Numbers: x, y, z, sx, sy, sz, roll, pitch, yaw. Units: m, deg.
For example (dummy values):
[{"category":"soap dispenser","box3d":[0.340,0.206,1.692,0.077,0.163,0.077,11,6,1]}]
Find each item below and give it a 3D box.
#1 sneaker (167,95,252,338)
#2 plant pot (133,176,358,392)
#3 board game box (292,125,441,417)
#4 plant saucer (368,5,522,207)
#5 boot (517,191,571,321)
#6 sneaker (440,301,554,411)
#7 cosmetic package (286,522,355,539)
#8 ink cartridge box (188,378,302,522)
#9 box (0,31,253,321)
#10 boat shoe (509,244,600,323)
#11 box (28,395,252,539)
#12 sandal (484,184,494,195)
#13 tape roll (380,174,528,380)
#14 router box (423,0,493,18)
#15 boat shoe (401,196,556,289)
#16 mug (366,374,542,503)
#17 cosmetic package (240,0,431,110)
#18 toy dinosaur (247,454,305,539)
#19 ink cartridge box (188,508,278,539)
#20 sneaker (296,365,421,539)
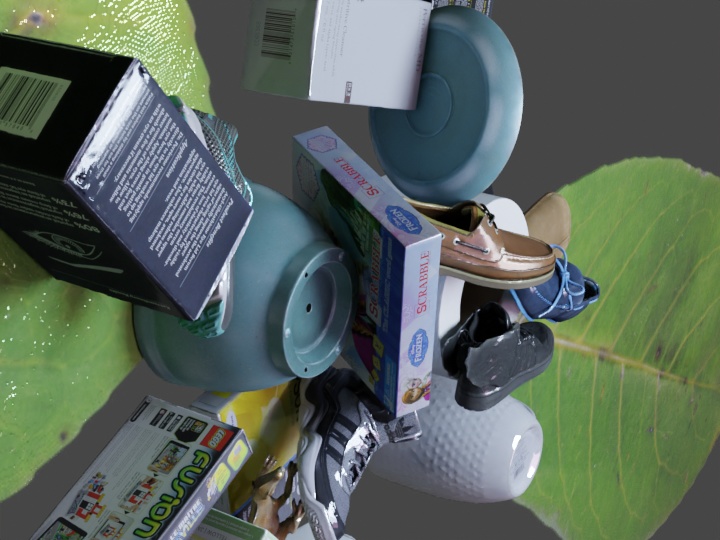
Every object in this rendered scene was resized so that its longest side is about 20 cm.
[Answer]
[{"category":"sneaker","box3d":[-0.121,-0.044,1.156,0.091,0.078,0.200,3,77,-51]},{"category":"plant pot","box3d":[-0.087,0.023,1.256,0.200,0.134,0.201,-32,129,-49]},{"category":"board game box","box3d":[0.000,0.000,1.307,0.041,0.200,0.200,-19,131,-25]},{"category":"plant saucer","box3d":[0.074,-0.162,1.386,0.027,0.200,0.200,-1,104,-44]},{"category":"boot","box3d":[0.212,0.010,1.827,0.200,0.066,0.175,-34,134,-52]},{"category":"sneaker","box3d":[0.148,0.075,1.473,0.200,0.060,0.104,-35,137,-44]},{"category":"cosmetic package","box3d":[-0.071,0.342,1.459,0.200,0.108,0.085,-14,116,-55]},{"category":"ink cartridge box","box3d":[-0.088,0.164,1.407,0.200,0.047,0.198,-39,136,-43]},{"category":"box","box3d":[-0.194,-0.066,1.021,0.104,0.148,0.200,-64,150,-20]},{"category":"boat shoe","box3d":[0.207,0.010,1.519,0.200,0.069,0.084,2,65,-69]},{"category":"box","box3d":[-0.192,0.200,1.184,0.200,0.110,0.035,-52,144,-33]},{"category":"sandal","box3d":[0.129,-0.066,1.679,0.075,0.048,0.201,-30,115,-50]},{"category":"tape roll","box3d":[0.076,0.006,1.518,0.203,0.139,0.203,-34,132,-50]},{"category":"router box","box3d":[0.088,-0.276,1.495,0.149,0.051,0.200,-15,116,-59]},{"category":"boat shoe","box3d":[0.108,-0.029,1.358,0.200,0.072,0.068,3,115,-27]},{"category":"mug","box3d":[0.128,0.187,1.652,0.200,0.175,0.148,-23,123,-54]},{"category":"cosmetic package","box3d":[-0.019,-0.212,1.315,0.200,0.081,0.113,-8,108,-57]},{"category":"toy dinosaur","box3d":[-0.089,0.244,1.318,0.101,0.058,0.200,-64,159,-54]},{"category":"ink cartridge box","box3d":[-0.171,0.302,1.228,0.200,0.145,0.048,-63,146,-19]},{"category":"sneaker","box3d":[0.001,0.167,1.338,0.076,0.114,0.200,75,10,-47]}]
